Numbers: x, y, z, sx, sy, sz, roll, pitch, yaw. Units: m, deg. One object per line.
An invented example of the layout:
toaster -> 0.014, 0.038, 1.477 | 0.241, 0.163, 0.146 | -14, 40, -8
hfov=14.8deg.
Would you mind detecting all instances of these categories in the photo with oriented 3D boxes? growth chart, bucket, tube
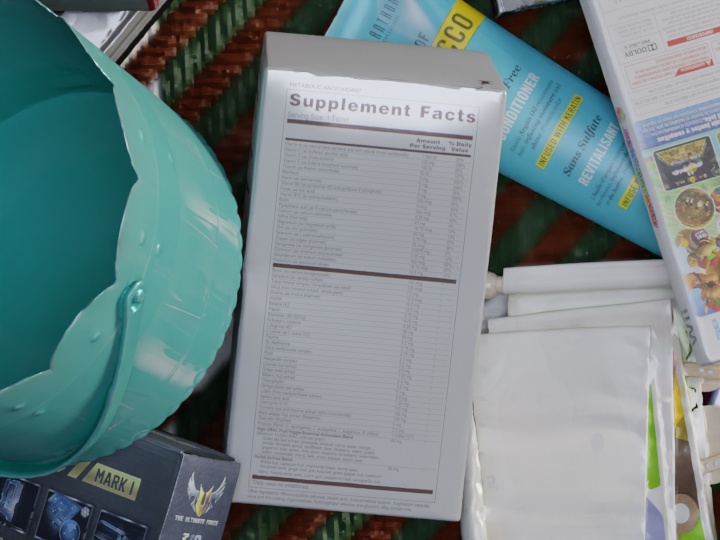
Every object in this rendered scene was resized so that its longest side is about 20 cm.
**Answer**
growth chart -> 0.109, 0.090, 1.329 | 0.144, 0.018, 0.201 | 6, 89, 14
bucket -> -0.157, -0.013, 1.184 | 0.206, 0.135, 0.208 | -7, 72, 23
tube -> 0.075, -0.076, 1.335 | 0.199, 0.050, 0.078 | 30, 83, 1

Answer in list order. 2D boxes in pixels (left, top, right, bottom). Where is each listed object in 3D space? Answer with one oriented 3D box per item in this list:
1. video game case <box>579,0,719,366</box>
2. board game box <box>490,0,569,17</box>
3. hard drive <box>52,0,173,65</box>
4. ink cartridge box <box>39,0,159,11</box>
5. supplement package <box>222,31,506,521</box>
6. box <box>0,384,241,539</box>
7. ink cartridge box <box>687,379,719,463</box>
video game case -> 0.195, -0.070, 1.310 | 0.143, 0.018, 0.201 | -16, 84, -12
board game box -> 0.104, -0.235, 1.340 | 0.135, 0.028, 0.201 | -15, 91, -4
hard drive -> -0.144, -0.171, 1.323 | 0.140, 0.038, 0.200 | 40, 87, -3
ink cartridge box -> -0.132, -0.222, 1.232 | 0.084, 0.145, 0.201 | 0, 89, -3
supplement package -> 0.000, 0.000, 1.276 | 0.113, 0.110, 0.201 | 6, 103, -4
box -> -0.164, 0.131, 1.267 | 0.199, 0.051, 0.158 | 16, 91, 32
ink cartridge box -> 0.244, 0.016, 1.345 | 0.119, 0.042, 0.201 | 20, 88, -3
